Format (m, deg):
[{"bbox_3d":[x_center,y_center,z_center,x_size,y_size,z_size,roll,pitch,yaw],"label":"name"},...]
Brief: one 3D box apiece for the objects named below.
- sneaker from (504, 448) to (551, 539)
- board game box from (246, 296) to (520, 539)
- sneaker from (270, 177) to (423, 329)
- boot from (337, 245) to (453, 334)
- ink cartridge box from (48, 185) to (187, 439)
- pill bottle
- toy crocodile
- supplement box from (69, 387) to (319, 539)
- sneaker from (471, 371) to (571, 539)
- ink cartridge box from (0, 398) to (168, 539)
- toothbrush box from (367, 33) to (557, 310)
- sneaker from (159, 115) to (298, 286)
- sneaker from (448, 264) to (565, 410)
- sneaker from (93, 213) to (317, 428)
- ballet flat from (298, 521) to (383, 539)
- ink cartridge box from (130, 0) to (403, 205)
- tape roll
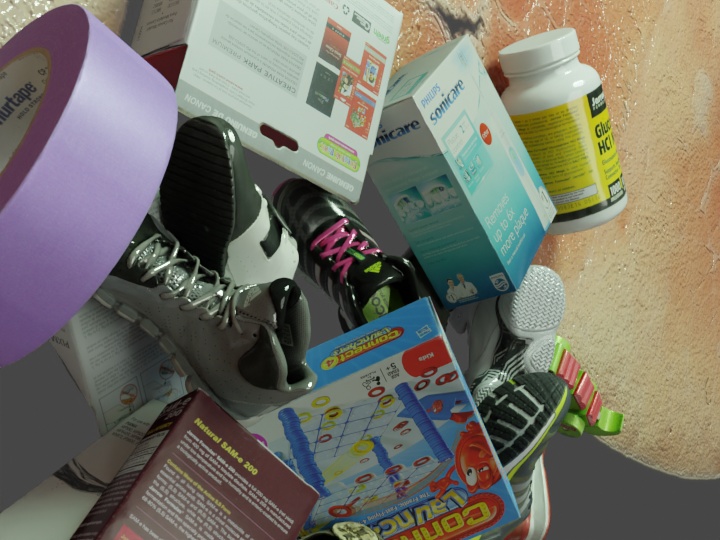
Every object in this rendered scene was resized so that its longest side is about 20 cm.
[{"bbox_3d":[0.124,0.172,0.935,0.113,0.079,0.203,9,52,-16],"label":"sneaker"},{"bbox_3d":[0.003,0.149,0.731,0.197,0.056,0.198,-24,119,4],"label":"board game box"},{"bbox_3d":[0.000,0.000,0.762,0.073,0.087,0.201,-33,86,-19],"label":"sneaker"},{"bbox_3d":[0.071,0.077,0.888,0.138,0.076,0.203,-42,120,-42],"label":"boot"},{"bbox_3d":[-0.155,0.029,0.688,0.162,0.056,0.203,-33,133,-41],"label":"ink cartridge box"},{"bbox_3d":[0.216,-0.151,1.007,0.112,0.111,0.203,-35,114,-40],"label":"pill bottle"},{"bbox_3d":[0.239,0.133,1.065,0.200,0.061,0.068,49,57,-33],"label":"toy crocodile"},{"bbox_3d":[-0.120,0.184,0.540,0.109,0.061,0.201,44,55,-15],"label":"supplement box"},{"bbox_3d":[0.130,0.183,0.844,0.080,0.074,0.202,28,99,-40],"label":"sneaker"},{"bbox_3d":[-0.166,0.206,0.622,0.199,0.083,0.147,-39,125,-40],"label":"ink cartridge box"},{"bbox_3d":[0.090,-0.092,0.862,0.202,0.084,0.147,58,39,-17],"label":"toothbrush box"},{"bbox_3d":[-0.086,-0.026,0.662,0.088,0.073,0.203,-35,139,-39],"label":"sneaker"},{"bbox_3d":[0.132,0.089,0.916,0.074,0.115,0.204,17,91,-20],"label":"sneaker"},{"bbox_3d":[-0.095,0.008,0.582,0.201,0.114,0.075,51,43,-20],"label":"sneaker"},{"bbox_3d":[-0.054,0.220,0.648,0.198,0.067,0.047,-15,116,-42],"label":"ballet flat"},{"bbox_3d":[-0.073,-0.165,0.731,0.198,0.083,0.179,25,72,-42],"label":"ink cartridge box"},{"bbox_3d":[-0.194,-0.049,0.524,0.065,0.198,0.203,36,65,-38],"label":"tape roll"}]
